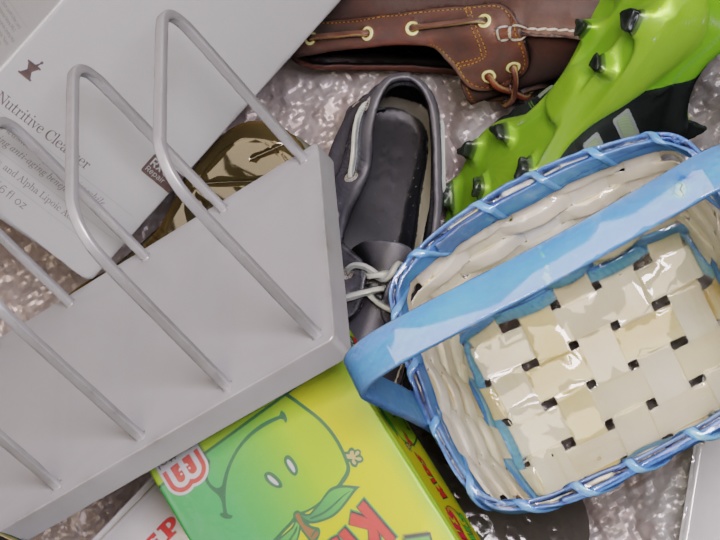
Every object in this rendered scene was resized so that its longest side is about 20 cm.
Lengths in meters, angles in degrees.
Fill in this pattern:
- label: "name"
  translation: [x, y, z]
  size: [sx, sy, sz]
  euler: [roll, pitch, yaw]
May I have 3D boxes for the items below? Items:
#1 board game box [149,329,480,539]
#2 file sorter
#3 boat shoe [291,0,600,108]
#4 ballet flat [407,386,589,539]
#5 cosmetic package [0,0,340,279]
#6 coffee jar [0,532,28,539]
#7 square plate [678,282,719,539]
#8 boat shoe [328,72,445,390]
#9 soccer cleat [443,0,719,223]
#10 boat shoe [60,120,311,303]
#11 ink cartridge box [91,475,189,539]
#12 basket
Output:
- label: "board game box"
  translation: [0.000, 0.132, 0.884]
  size: [0.101, 0.048, 0.201]
  euler: [-36, 72, 9]
- label: "file sorter"
  translation: [-0.122, 0.002, 0.899]
  size: [0.199, 0.125, 0.139]
  euler: [-30, 35, 18]
- label: "boat shoe"
  translation: [0.061, -0.112, 1.006]
  size: [0.199, 0.070, 0.071]
  euler: [10, 73, 24]
- label: "ballet flat"
  translation: [0.026, 0.075, 0.990]
  size: [0.200, 0.046, 0.067]
  euler: [39, 67, 12]
- label: "cosmetic package"
  translation: [-0.110, -0.111, 0.985]
  size: [0.200, 0.113, 0.081]
  euler: [-48, 34, 7]
- label: "coffee jar"
  translation: [-0.136, 0.152, 0.835]
  size: [0.104, 0.200, 0.086]
  euler: [21, 83, 17]
- label: "square plate"
  translation: [0.245, 0.111, 0.935]
  size: [0.198, 0.028, 0.200]
  euler: [8, 79, 15]
- label: "boat shoe"
  translation: [0.000, 0.000, 0.961]
  size: [0.072, 0.063, 0.201]
  euler: [13, 67, -2]
- label: "soccer cleat"
  translation: [0.107, -0.061, 0.956]
  size: [0.200, 0.081, 0.068]
  euler: [-51, 39, 41]
- label: "boat shoe"
  translation: [-0.092, 0.013, 1.026]
  size: [0.073, 0.063, 0.201]
  euler: [39, 95, 13]
- label: "ink cartridge box"
  translation: [-0.048, 0.198, 0.954]
  size: [0.146, 0.084, 0.200]
  euler: [-45, 71, 0]
- label: "basket"
  translation: [0.090, 0.022, 0.873]
  size: [0.175, 0.200, 0.140]
  euler: [-26, 75, 4]
